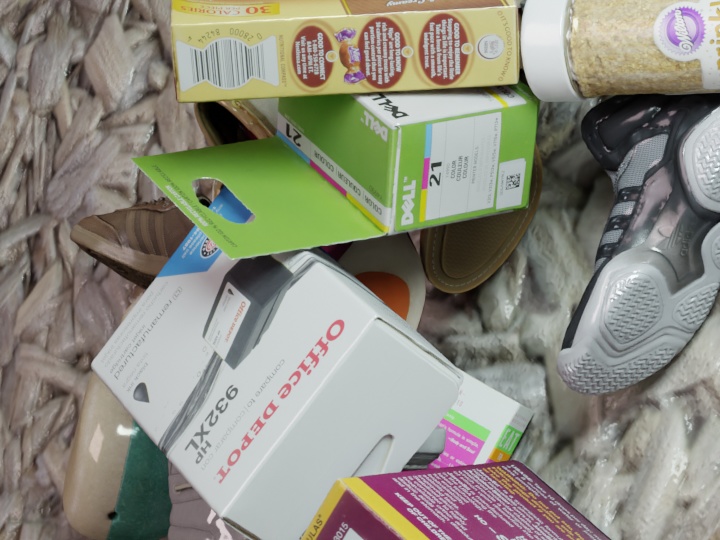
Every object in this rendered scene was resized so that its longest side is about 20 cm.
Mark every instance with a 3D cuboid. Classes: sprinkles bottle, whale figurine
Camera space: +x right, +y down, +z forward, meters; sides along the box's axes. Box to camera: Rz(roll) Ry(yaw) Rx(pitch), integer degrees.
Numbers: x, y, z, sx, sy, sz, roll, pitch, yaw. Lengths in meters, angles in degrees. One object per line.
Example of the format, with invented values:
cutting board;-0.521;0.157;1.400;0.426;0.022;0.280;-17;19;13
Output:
sprinkles bottle;0.193;-0.133;1.330;0.199;0.068;0.069;-1;75;25
whale figurine;-0.153;0.110;1.727;0.200;0.103;0.160;-84;9;-50

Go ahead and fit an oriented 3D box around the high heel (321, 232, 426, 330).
high heel;0.000;0.000;1.512;0.096;0.067;0.201;126;154;-60

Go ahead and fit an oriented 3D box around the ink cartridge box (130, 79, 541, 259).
ink cartridge box;-0.016;-0.082;1.401;0.148;0.199;0.076;43;136;49

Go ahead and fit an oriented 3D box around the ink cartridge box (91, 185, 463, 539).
ink cartridge box;-0.053;0.059;1.377;0.145;0.084;0.200;-52;37;2

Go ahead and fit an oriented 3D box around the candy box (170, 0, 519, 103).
candy box;-0.010;-0.152;1.392;0.117;0.199;0.057;-94;-1;-58

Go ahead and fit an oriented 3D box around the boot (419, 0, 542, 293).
boot;0.053;-0.088;1.555;0.154;0.073;0.201;11;82;57

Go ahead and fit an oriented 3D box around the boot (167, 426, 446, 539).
boot;-0.035;0.137;1.461;0.199;0.073;0.096;-2;84;36

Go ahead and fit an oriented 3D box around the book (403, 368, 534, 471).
book;0.006;0.145;1.491;0.133;0.048;0.201;30;89;32

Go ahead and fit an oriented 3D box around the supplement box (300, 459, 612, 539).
supplement box;0.043;0.191;1.335;0.103;0.200;0.131;39;110;27

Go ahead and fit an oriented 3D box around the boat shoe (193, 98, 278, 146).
boat shoe;-0.050;-0.044;1.605;0.200;0.066;0.074;59;138;9

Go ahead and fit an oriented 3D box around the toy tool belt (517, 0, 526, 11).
toy tool belt;0.147;-0.226;1.426;0.125;0.123;0.200;-39;35;-24

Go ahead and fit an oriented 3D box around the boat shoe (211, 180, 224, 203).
boat shoe;-0.073;-0.033;1.666;0.063;0.073;0.202;40;-119;-84

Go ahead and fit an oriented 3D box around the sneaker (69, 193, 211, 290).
sneaker;-0.141;-0.023;1.785;0.200;0.070;0.076;19;74;48

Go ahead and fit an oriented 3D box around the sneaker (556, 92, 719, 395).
sneaker;0.164;-0.029;1.387;0.200;0.075;0.114;-57;39;11
